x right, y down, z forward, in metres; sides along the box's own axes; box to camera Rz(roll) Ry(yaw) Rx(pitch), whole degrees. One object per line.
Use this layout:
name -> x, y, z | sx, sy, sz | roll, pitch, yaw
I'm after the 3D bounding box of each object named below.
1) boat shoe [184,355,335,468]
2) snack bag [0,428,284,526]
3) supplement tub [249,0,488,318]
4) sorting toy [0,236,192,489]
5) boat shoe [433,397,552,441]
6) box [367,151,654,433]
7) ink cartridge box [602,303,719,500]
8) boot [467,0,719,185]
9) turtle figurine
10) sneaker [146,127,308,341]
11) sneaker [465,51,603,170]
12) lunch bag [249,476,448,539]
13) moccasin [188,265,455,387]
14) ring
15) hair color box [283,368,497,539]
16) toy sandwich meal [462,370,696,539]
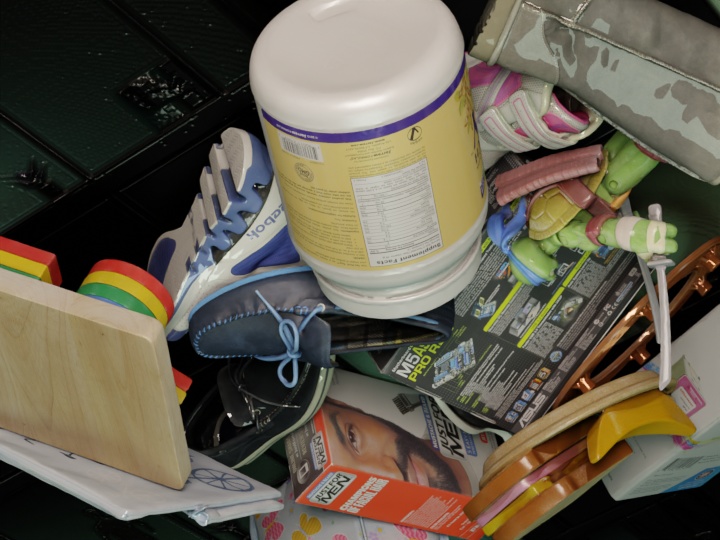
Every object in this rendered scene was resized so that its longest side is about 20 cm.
boat shoe -> -0.084, 0.103, 1.615 | 0.062, 0.075, 0.200 | 8, 143, -34
snack bag -> -0.187, 0.160, 1.542 | 0.200, 0.188, 0.021 | 1, 107, -57
supplement tub -> 0.011, -0.080, 1.329 | 0.145, 0.146, 0.200 | -13, 133, 0
sorting toy -> -0.218, 0.056, 1.458 | 0.198, 0.070, 0.200 | 17, 145, 15
boat shoe -> 0.124, 0.110, 1.683 | 0.060, 0.074, 0.200 | -31, 142, 23
box -> 0.123, 0.021, 1.529 | 0.160, 0.044, 0.200 | 25, 108, -31
ink cartridge box -> 0.309, 0.111, 1.697 | 0.144, 0.085, 0.200 | -1, 146, -47
boot -> 0.191, -0.170, 1.270 | 0.199, 0.073, 0.182 | 24, 113, -4
turtle figurine -> 0.213, -0.045, 1.412 | 0.194, 0.200, 0.144 | -58, 156, 13
sneaker -> -0.080, -0.015, 1.460 | 0.115, 0.081, 0.200 | 13, 134, -26
sneaker -> 0.120, -0.123, 1.373 | 0.081, 0.088, 0.200 | 18, 133, -34
lunch bag -> -0.002, 0.270, 1.744 | 0.127, 0.201, 0.170 | 16, 134, -31
moccasin -> -0.029, 0.037, 1.429 | 0.199, 0.068, 0.081 | -13, 148, 4
ring -> 0.232, 0.050, 1.587 | 0.200, 0.019, 0.201 | -42, 166, -13
hair color box -> 0.031, 0.159, 1.686 | 0.199, 0.111, 0.064 | 15, 134, -32
toy sandwich meal -> 0.182, 0.153, 1.578 | 0.205, 0.070, 0.205 | -26, 164, -8
